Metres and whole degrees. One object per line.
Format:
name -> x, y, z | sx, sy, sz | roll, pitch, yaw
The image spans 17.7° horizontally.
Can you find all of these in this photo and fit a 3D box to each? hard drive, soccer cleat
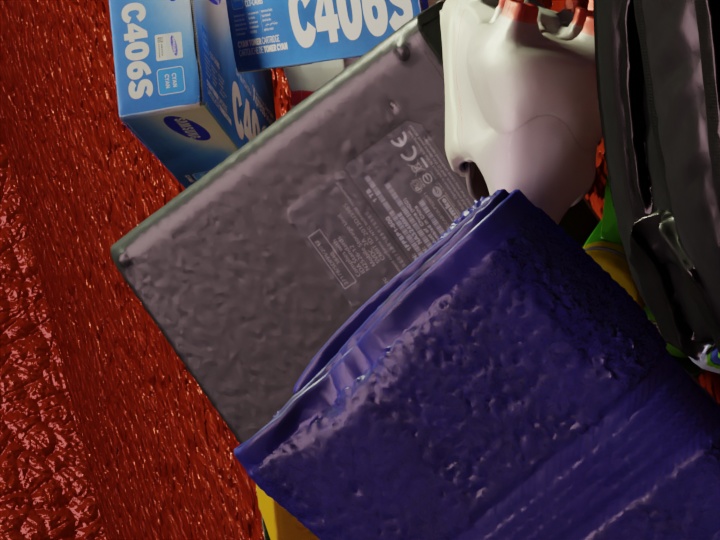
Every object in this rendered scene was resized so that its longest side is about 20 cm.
hard drive -> 0.000, 0.000, 0.948 | 0.200, 0.033, 0.140 | -34, 93, 37
soccer cleat -> 0.057, -0.061, 0.816 | 0.200, 0.069, 0.078 | -75, -3, -79

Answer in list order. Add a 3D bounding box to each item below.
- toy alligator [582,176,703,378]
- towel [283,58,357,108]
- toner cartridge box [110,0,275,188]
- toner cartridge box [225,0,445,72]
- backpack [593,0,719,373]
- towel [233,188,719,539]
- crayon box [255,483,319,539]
toy alligator -> 0.108, -0.009, 0.812 | 0.054, 0.059, 0.200 | 24, 134, 14
towel -> -0.023, -0.133, 1.185 | 0.144, 0.023, 0.201 | -167, 68, -74
toner cartridge box -> -0.083, -0.098, 1.197 | 0.200, 0.043, 0.095 | 53, -151, -74
toner cartridge box -> -0.005, -0.144, 1.053 | 0.200, 0.043, 0.095 | 2, 100, 64
backpack -> 0.119, -0.069, 0.561 | 0.163, 0.153, 0.201 | -156, 76, -70
towel -> 0.073, 0.081, 0.745 | 0.200, 0.050, 0.148 | 45, 125, -2
crayon box -> 0.012, 0.057, 1.074 | 0.051, 0.126, 0.201 | -117, 19, -58
